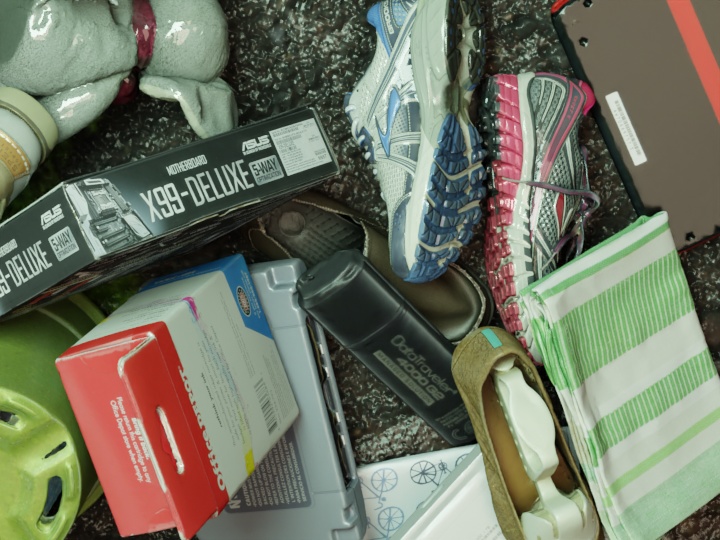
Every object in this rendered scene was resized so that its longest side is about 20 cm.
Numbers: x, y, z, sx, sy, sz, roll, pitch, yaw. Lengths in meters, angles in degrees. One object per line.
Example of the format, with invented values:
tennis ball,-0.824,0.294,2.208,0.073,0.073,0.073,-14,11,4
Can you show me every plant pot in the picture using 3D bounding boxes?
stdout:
plant pot,-0.235,0.108,1.128,0.200,0.190,0.200,-2,101,-10

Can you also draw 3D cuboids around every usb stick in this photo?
usb stick,0.030,0.054,1.207,0.055,0.033,0.200,-35,130,12

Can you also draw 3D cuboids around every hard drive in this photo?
hard drive,0.121,0.223,1.244,0.200,0.027,0.132,44,88,-9

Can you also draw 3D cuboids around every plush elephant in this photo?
plush elephant,-0.154,-0.150,1.133,0.155,0.200,0.165,11,77,-35

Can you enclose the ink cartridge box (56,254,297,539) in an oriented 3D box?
ink cartridge box,-0.113,0.078,1.084,0.067,0.200,0.116,-15,102,20

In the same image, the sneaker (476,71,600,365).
sneaker,0.125,-0.034,1.219,0.075,0.081,0.200,-4,101,-8

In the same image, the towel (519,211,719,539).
towel,0.191,0.076,1.220,0.152,0.023,0.200,-29,103,-37

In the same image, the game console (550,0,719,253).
game console,0.247,-0.130,1.244,0.177,0.031,0.200,-25,102,5

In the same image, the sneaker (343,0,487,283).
sneaker,0.033,-0.090,1.194,0.085,0.077,0.200,1,82,32

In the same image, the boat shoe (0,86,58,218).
boat shoe,-0.262,-0.044,1.119,0.075,0.200,0.068,40,50,-11

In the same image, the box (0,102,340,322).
box,-0.133,-0.031,1.097,0.200,0.158,0.050,-23,88,-42

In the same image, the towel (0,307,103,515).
towel,-0.259,0.098,1.231,0.147,0.024,0.200,28,96,-11

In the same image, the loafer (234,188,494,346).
loafer,0.000,0.000,1.215,0.200,0.071,0.073,25,97,-10

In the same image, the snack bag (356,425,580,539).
snack bag,0.076,0.221,1.292,0.188,0.021,0.200,-10,102,-5

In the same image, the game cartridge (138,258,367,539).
game cartridge,-0.079,0.094,1.217,0.133,0.041,0.200,-8,105,18

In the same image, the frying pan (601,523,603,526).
frying pan,0.097,0.237,1.268,0.115,0.031,0.190,43,92,-10

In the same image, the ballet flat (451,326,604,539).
ballet flat,0.118,0.131,1.186,0.068,0.072,0.200,-21,96,-11
